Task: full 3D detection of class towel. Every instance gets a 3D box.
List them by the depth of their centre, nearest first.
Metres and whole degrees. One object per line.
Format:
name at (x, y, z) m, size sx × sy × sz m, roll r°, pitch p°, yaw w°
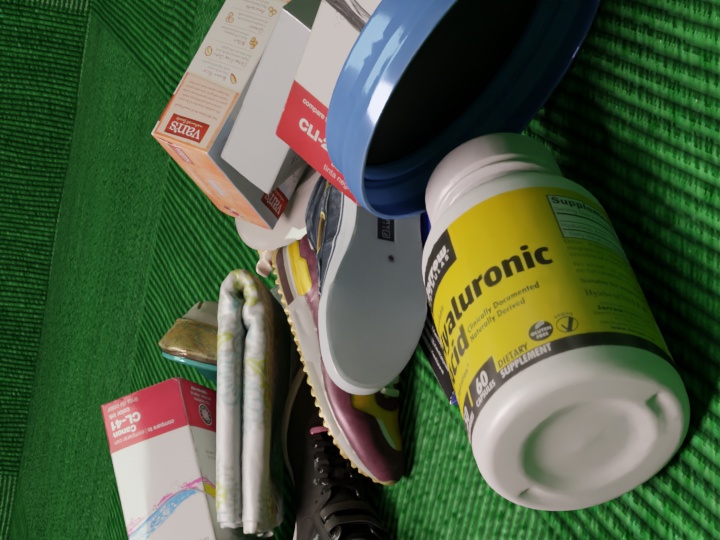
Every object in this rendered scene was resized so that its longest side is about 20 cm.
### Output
towel at (-0.083, 0.111, 1.165) m, size 0.171 × 0.048 × 0.202 m, roll 87°, pitch -177°, yaw -80°

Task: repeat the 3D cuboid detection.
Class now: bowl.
bowl at (0.059, -0.119, 0.823) m, size 0.039 × 0.200 × 0.201 m, roll 42°, pitch 133°, yaw 21°

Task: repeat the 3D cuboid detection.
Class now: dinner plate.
dinner plate at (-0.042, -0.107, 1.208) m, size 0.200 × 0.024 × 0.201 m, roll -32°, pitch 39°, yaw 31°

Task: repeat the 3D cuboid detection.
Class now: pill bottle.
pill bottle at (0.094, 0.019, 0.786) m, size 0.201 × 0.110 × 0.112 m, roll -104°, pitch 28°, yaw -47°

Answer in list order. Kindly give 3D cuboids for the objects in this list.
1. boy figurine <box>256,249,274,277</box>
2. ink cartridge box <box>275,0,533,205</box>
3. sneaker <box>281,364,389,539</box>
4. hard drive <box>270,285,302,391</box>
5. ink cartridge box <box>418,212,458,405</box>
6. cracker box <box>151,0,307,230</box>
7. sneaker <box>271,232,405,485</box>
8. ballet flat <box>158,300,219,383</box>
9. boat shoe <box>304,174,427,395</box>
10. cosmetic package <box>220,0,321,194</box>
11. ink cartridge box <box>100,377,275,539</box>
boy figurine at (-0.039, -0.040, 1.227) m, size 0.124 × 0.064 × 0.201 m, roll -34°, pitch 40°, yaw 19°
ink cartridge box at (0.047, -0.157, 0.906) m, size 0.084 × 0.144 × 0.201 m, roll 41°, pitch 131°, yaw 22°
sneaker at (-0.013, 0.165, 1.111) m, size 0.099 × 0.070 × 0.202 m, roll 171°, pitch 100°, yaw -67°
hard drive at (-0.063, 0.079, 1.321) m, size 0.200 × 0.038 × 0.141 m, roll 144°, pitch 130°, yaw -65°
ink cartridge box at (0.062, -0.003, 0.980) m, size 0.200 × 0.044 × 0.095 m, roll -116°, pitch 40°, yaw -58°
cracker box at (-0.067, -0.150, 1.125) m, size 0.201 × 0.057 × 0.134 m, roll -63°, pitch -26°, yaw -14°
sneaker at (0.006, 0.056, 1.081) m, size 0.201 × 0.090 × 0.075 m, roll 68°, pitch -167°, yaw 13°
ballet flat at (-0.129, 0.060, 1.286) m, size 0.200 × 0.070 × 0.071 m, roll 57°, pitch -144°, yaw -77°
boat shoe at (0.000, 0.000, 0.993) m, size 0.091 × 0.070 × 0.202 m, roll 135°, pitch 147°, yaw -58°
cosmetic package at (-0.006, -0.163, 1.049) m, size 0.200 × 0.052 × 0.151 m, roll -45°, pitch -12°, yaw -41°
ink cartridge box at (-0.140, 0.207, 1.262) m, size 0.148 × 0.085 × 0.201 m, roll 40°, pitch -146°, yaw -66°
